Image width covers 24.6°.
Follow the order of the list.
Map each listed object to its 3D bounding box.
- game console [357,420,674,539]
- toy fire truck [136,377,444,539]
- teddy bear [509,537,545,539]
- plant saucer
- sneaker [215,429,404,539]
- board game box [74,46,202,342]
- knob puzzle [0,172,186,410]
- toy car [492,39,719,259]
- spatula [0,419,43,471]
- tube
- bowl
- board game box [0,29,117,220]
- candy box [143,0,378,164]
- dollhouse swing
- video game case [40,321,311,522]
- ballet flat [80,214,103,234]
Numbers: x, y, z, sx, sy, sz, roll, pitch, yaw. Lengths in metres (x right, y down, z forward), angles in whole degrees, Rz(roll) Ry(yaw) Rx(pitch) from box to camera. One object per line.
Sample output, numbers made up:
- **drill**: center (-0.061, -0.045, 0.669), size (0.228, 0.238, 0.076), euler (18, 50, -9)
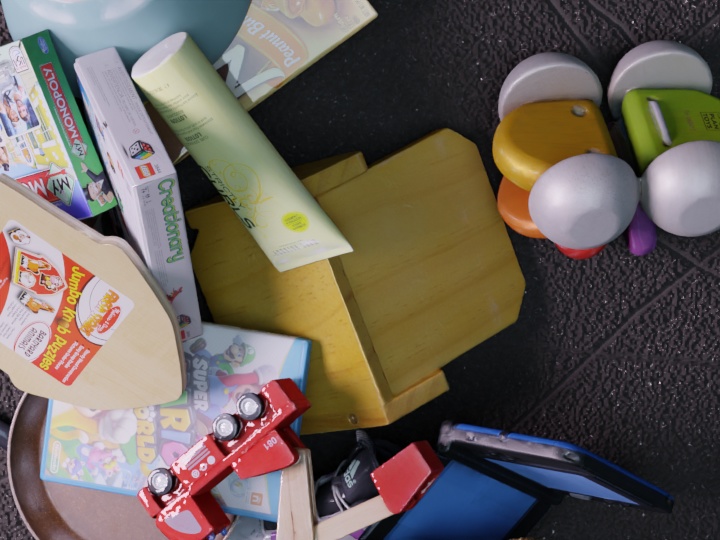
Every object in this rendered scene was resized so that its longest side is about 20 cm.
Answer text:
- **game console**: center (0.124, 0.199, 1.288), size (0.170, 0.200, 0.119), euler (7, 77, 36)
- **toy fire truck**: center (-0.054, 0.159, 1.227), size (0.200, 0.049, 0.141), euler (-40, 79, 9)
- **teddy bear**: center (0.057, 0.250, 1.263), size (0.199, 0.145, 0.067), euler (8, 58, -32)
- **plant saucer**: center (-0.182, 0.150, 1.315), size (0.199, 0.034, 0.201), euler (1, 93, 9)
- **sneaker**: center (-0.020, 0.176, 1.313), size (0.199, 0.078, 0.140), euler (-3, 138, -12)
- **board game box**: center (-0.161, -0.049, 1.206), size (0.034, 0.200, 0.127), euler (-20, 57, -13)
- **knob puzzle**: center (-0.212, 0.030, 1.226), size (0.218, 0.031, 0.220), euler (11, 132, 13)
- **toy car**: center (0.200, -0.075, 1.281), size (0.199, 0.176, 0.150), euler (-7, 136, -3)
- **spatula**: center (-0.325, 0.108, 1.332), size (0.200, 0.021, 0.057), euler (36, 95, -11)
- **tube**: center (-0.086, -0.079, 1.189), size (0.052, 0.058, 0.200), euler (-39, 115, -4)
- **bowl**: center (-0.184, -0.232, 1.195), size (0.200, 0.105, 0.202), euler (-2, 78, 9)
- **board game box**: center (-0.276, -0.091, 1.229), size (0.199, 0.029, 0.135), euler (-11, 105, 42)
- **candy box**: center (-0.099, -0.186, 1.274), size (0.200, 0.055, 0.116), euler (-36, 99, 2)
- **dollhouse swing**: center (0.000, 0.000, 1.329), size (0.181, 0.176, 0.201), euler (-11, 106, 40)
- **video game case**: center (-0.145, 0.109, 1.281), size (0.199, 0.018, 0.144), euler (9, 95, 8)
- **ballet flat**: center (-0.246, -0.006, 1.300), size (0.072, 0.068, 0.200), euler (30, 98, -30)
